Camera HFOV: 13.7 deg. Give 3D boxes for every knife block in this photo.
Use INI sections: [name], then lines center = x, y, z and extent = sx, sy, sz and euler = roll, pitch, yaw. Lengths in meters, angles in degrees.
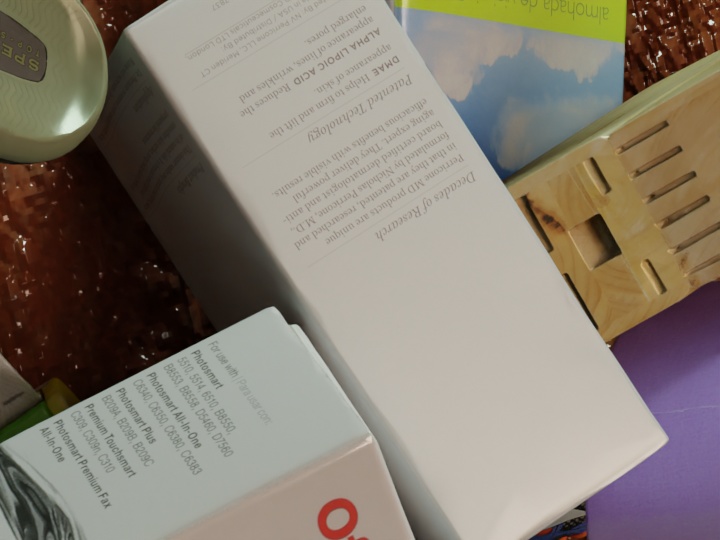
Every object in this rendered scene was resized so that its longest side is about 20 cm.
[knife block]
center = 0.117, -0.036, 1.089
extent = 0.200, 0.176, 0.064
euler = -30, 93, 5

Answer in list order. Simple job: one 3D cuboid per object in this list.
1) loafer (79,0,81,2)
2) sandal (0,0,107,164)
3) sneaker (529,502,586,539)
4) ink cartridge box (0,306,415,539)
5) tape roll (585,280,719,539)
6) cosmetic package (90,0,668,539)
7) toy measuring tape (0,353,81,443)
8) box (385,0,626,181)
[loafer]
center = -0.107, -0.104, 0.939
extent = 0.075, 0.070, 0.200
euler = 35, 66, -37
[sandal]
center = -0.134, -0.087, 0.817
extent = 0.201, 0.057, 0.080
euler = 20, 71, -47
[sneaker]
center = 0.044, 0.078, 1.084
extent = 0.200, 0.075, 0.079
euler = 14, 88, -33
[ink cartridge box]
center = -0.074, 0.125, 0.882
extent = 0.200, 0.084, 0.146
euler = -27, 124, -9
[tape roll]
center = 0.155, 0.101, 1.076
extent = 0.200, 0.065, 0.201
euler = 22, 64, -55
[cosmetic package]
center = 0.000, 0.000, 0.955
extent = 0.081, 0.113, 0.200
euler = -34, 90, -17
[toy measuring tape]
center = -0.102, 0.066, 0.936
extent = 0.200, 0.073, 0.074
euler = 52, 57, -32
[box]
center = 0.042, -0.083, 1.091
extent = 0.122, 0.048, 0.201
euler = 4, 86, -42
